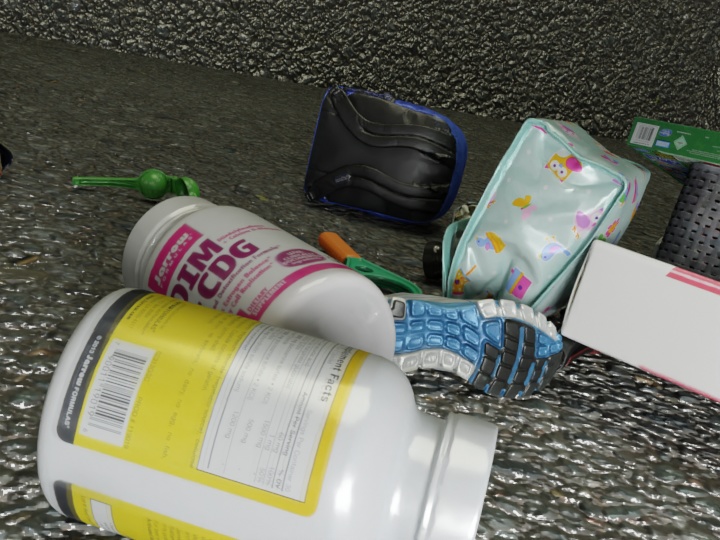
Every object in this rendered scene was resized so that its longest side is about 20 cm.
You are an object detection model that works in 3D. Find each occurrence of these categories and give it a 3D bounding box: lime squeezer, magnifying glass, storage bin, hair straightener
[{"bbox_3d":[-0.230,-0.085,1.042,0.196,0.038,0.071,19,48,19],"label":"lime squeezer"},{"bbox_3d":[0.000,0.000,0.926,0.078,0.023,0.200,5,17,-24],"label":"magnifying glass"},{"bbox_3d":[0.366,-0.007,0.766,0.198,0.096,0.134,25,3,37],"label":"storage bin"},{"bbox_3d":[0.202,0.041,0.833,0.040,0.079,0.198,24,19,33],"label":"hair straightener"}]

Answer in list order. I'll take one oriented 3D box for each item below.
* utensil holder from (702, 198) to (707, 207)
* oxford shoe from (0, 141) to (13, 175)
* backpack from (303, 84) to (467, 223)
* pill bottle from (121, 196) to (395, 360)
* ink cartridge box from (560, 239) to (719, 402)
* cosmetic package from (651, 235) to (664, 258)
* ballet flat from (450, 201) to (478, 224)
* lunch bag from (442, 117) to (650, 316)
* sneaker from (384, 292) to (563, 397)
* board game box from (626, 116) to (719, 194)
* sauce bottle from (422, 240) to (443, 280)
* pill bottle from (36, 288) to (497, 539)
[{"bbox_3d":[0.598,-0.072,1.358,0.198,0.174,0.168,27,21,38],"label":"utensil holder"},{"bbox_3d":[-0.405,-0.115,0.931,0.073,0.072,0.200,14,16,-11],"label":"oxford shoe"},{"bbox_3d":[0.048,-0.156,1.240,0.196,0.166,0.167,15,13,16],"label":"backpack"},{"bbox_3d":[-0.078,0.024,0.614,0.112,0.116,0.199,-2,20,-40],"label":"pill bottle"},{"bbox_3d":[0.273,0.052,0.755,0.144,0.086,0.198,24,5,35],"label":"ink cartridge box"},{"bbox_3d":[0.381,0.044,0.904,0.196,0.110,0.084,18,15,24],"label":"cosmetic package"},{"bbox_3d":[0.132,-0.040,1.076,0.072,0.076,0.200,11,16,-3],"label":"ballet flat"},{"bbox_3d":[0.155,-0.026,0.815,0.121,0.202,0.170,36,21,17],"label":"lunch bag"},{"bbox_3d":[0.065,0.048,0.726,0.195,0.077,0.087,11,6,-14],"label":"sneaker"},{"bbox_3d":[0.348,-0.082,0.791,0.133,0.030,0.198,21,2,-43],"label":"board game box"},{"bbox_3d":[0.160,-0.012,0.943,0.196,0.066,0.065,0,10,24],"label":"sauce bottle"},{"bbox_3d":[-0.040,0.086,0.431,0.196,0.115,0.112,15,16,9],"label":"pill bottle"}]
